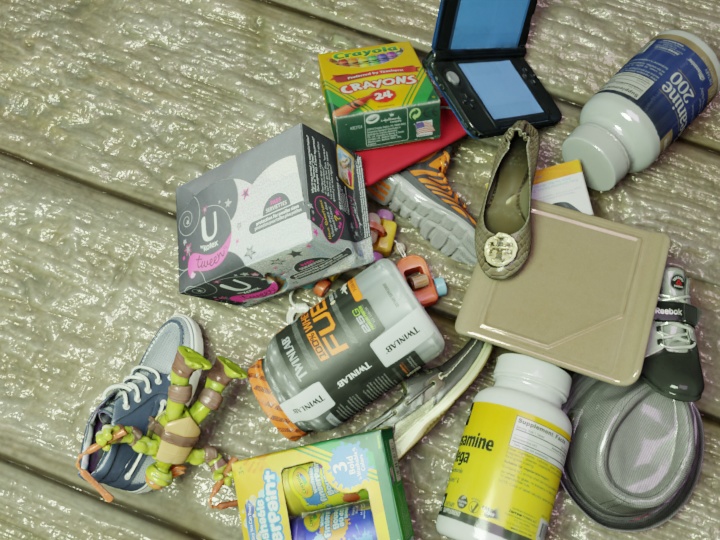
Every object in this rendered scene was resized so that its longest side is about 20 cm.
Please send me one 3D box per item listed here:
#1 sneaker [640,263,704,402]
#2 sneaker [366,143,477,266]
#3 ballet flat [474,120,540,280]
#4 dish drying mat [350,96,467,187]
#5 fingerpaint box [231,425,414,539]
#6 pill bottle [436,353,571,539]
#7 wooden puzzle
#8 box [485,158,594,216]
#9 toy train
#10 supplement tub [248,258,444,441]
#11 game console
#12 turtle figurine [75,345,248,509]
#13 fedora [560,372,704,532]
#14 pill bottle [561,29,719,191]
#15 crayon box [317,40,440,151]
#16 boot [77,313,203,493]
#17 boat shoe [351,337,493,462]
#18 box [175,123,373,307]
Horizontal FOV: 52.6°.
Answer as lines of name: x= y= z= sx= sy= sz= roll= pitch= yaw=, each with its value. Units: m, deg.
sneaker: x=0.328 y=0.047 z=0.796 sx=0.072 sy=0.090 sz=0.202 roll=4 pitch=41 yaw=-6
sneaker: x=0.102 y=-0.101 z=0.895 sx=0.199 sy=0.078 sz=0.113 roll=39 pitch=61 yaw=-2
ballet flat: x=0.169 y=-0.086 z=0.821 sx=0.066 sy=0.047 sz=0.203 roll=8 pitch=66 yaw=19
dish drying mat: x=0.061 y=-0.162 z=0.877 sx=0.198 sy=0.018 sz=0.077 roll=-29 pitch=54 yaw=-25
fingerpaint box: x=-0.030 y=0.278 z=0.743 sx=0.164 sy=0.073 sz=0.204 roll=-14 pitch=78 yaw=11
pill bottle: x=0.160 y=0.199 z=0.780 sx=0.110 sy=0.113 sz=0.203 roll=19 pitch=72 yaw=5
wooden puzzle: x=0.222 y=0.017 z=0.803 sx=0.196 sy=0.037 sz=0.188 roll=15 pitch=65 yaw=19
box: x=0.228 y=-0.021 z=0.874 sx=0.117 sy=0.041 sz=0.204 roll=-13 pitch=74 yaw=14
toy train: x=0.000 y=0.000 z=0.871 sx=0.196 sy=0.056 sz=0.153 roll=-11 pitch=72 yaw=-5
supplement tub: x=-0.017 y=0.090 z=0.796 sx=0.198 sy=0.123 sz=0.124 roll=-35 pitch=75 yaw=3
game console: x=0.181 y=-0.270 z=0.883 sx=0.198 sy=0.118 sz=0.173 roll=-18 pitch=71 yaw=-41
turtle figurine: x=-0.181 y=0.168 z=0.766 sx=0.198 sy=0.064 sz=0.164 roll=26 pitch=93 yaw=-31
fedora: x=0.303 y=0.181 z=0.798 sx=0.176 sy=0.091 sz=0.201 roll=35 pitch=75 yaw=10
pill bottle: x=0.346 y=-0.195 z=0.908 sx=0.200 sy=0.111 sz=0.111 roll=-43 pitch=77 yaw=-13
crayon box: x=0.016 y=-0.225 z=0.898 sx=0.124 sy=0.051 sz=0.202 roll=-10 pitch=40 yaw=-4
boot: x=-0.237 y=0.136 z=0.797 sx=0.071 sy=0.090 sz=0.204 roll=1 pitch=70 yaw=28
boat shoe: x=0.068 y=0.140 z=0.818 sx=0.065 sy=0.073 sz=0.200 roll=43 pitch=77 yaw=7
box: x=-0.100 y=-0.051 z=0.807 sx=0.197 sy=0.114 sz=0.135 roll=-19 pitch=68 yaw=33
